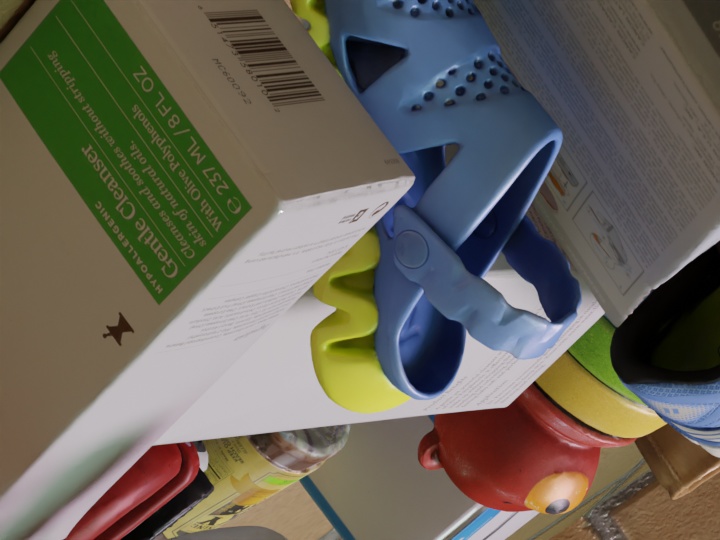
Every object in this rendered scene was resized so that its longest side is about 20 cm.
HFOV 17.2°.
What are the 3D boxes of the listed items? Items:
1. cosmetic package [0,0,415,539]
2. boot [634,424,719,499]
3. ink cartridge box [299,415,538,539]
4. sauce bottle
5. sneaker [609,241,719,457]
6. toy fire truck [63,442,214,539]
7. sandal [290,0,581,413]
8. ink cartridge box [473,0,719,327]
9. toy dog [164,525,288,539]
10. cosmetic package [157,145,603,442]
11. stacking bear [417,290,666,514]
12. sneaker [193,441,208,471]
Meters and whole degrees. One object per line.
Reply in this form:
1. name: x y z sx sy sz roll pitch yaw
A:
1. cosmetic package: -0.091 -0.002 0.762 0.200 0.108 0.085 -46 164 28
2. boot: 0.156 0.004 1.242 0.175 0.201 0.066 -27 164 -38
3. ink cartridge box: 0.025 0.087 1.300 0.086 0.147 0.200 -40 167 9
4. sauce bottle: -0.086 0.102 1.214 0.065 0.065 0.200 -23 173 -47
5. sneaker: 0.173 -0.005 0.866 0.200 0.079 0.089 -42 140 24
6. toy fire truck: -0.165 0.089 0.907 0.176 0.129 0.200 -38 177 3
7. sandal: 0.030 -0.048 0.785 0.086 0.202 0.079 6 -159 32
8. ink cartridge box: 0.082 -0.078 0.811 0.047 0.161 0.200 -30 171 -13
9. toy dog: -0.115 0.147 0.792 0.199 0.097 0.131 -11 -179 36
10. cosmetic package: 0.000 0.000 0.925 0.199 0.085 0.108 -1 146 -42
11. stacking bear: 0.108 0.030 1.039 0.121 0.114 0.200 10 130 -45
12. sneaker: -0.152 0.129 1.086 0.199 0.077 0.075 -24 -174 -31
